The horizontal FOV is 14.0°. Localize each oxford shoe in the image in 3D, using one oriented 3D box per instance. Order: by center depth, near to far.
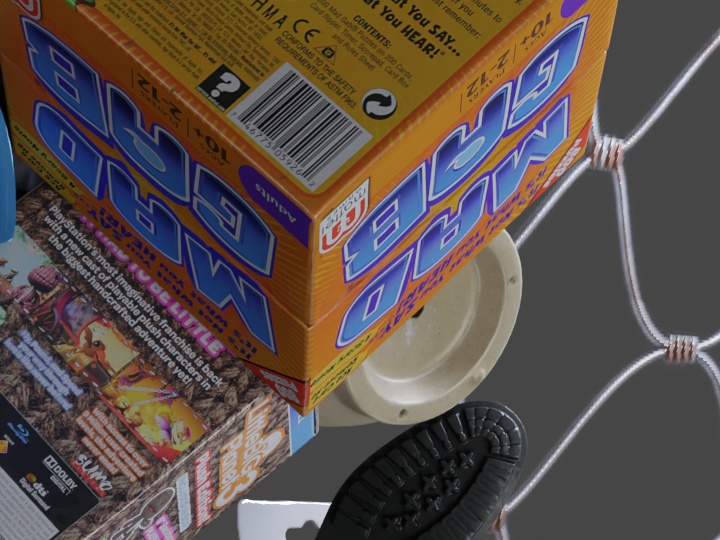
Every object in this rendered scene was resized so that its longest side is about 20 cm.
[{"bbox_3d":[0.015,0.144,1.567,0.200,0.073,0.084,-46,173,11],"label":"oxford shoe"}]

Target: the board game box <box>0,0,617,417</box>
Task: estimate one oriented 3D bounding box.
[{"bbox_3d":[-0.025,-0.101,1.327,0.200,0.200,0.200,-42,162,-20],"label":"board game box"}]

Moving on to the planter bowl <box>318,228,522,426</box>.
[{"bbox_3d":[0.000,0.000,1.536,0.200,0.135,0.201,-22,127,-32],"label":"planter bowl"}]

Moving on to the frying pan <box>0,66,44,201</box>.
[{"bbox_3d":[-0.189,-0.080,1.400,0.189,0.031,0.116,3,110,-46],"label":"frying pan"}]

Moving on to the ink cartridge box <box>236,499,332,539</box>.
[{"bbox_3d":[-0.045,0.232,1.641,0.117,0.067,0.201,7,76,-44],"label":"ink cartridge box"}]

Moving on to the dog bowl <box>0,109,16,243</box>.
[{"bbox_3d":[-0.202,0.005,1.321,0.111,0.049,0.201,48,43,-67],"label":"dog bowl"}]

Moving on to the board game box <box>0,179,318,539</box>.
[{"bbox_3d":[-0.145,0.066,1.409,0.200,0.159,0.097,-38,159,-18],"label":"board game box"}]
